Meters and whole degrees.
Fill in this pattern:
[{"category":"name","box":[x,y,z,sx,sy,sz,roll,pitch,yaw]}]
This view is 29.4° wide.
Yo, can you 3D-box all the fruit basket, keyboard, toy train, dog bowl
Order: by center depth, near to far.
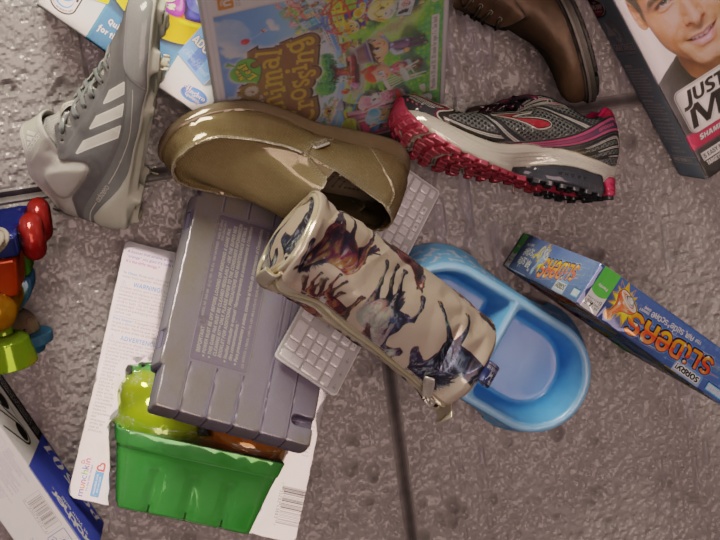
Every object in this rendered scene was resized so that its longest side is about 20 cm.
[{"category":"toy train","box":[-0.259,0.022,0.978,0.083,0.200,0.118,-10,103,-7]},{"category":"keyboard","box":[0.000,0.000,1.062,0.056,0.011,0.202,36,61,-15]},{"category":"fruit basket","box":[-0.119,0.097,1.077,0.182,0.094,0.203,12,80,-11]},{"category":"dog bowl","box":[0.101,0.059,1.112,0.198,0.050,0.112,30,92,-11]}]

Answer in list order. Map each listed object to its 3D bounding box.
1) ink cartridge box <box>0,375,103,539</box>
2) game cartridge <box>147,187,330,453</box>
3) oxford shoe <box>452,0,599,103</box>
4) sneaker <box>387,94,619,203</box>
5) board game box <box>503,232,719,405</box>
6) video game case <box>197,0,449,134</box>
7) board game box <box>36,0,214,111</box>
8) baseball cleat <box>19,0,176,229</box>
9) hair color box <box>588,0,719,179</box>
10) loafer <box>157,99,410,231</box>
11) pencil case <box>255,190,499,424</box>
[{"category":"ink cartridge box","box":[-0.269,0.139,1.043,0.044,0.094,0.202,-32,101,-2]},{"category":"game cartridge","box":[-0.084,0.026,1.043,0.128,0.038,0.203,15,67,-12]},{"category":"oxford shoe","box":[0.117,-0.209,1.073,0.084,0.073,0.202,-32,89,-1]},{"category":"sneaker","box":[0.113,-0.107,1.080,0.197,0.080,0.076,11,84,-23]},{"category":"board game box","box":[0.194,0.031,1.046,0.134,0.200,0.035,34,92,-11]},{"category":"video game case","box":[-0.023,-0.161,1.008,0.179,0.201,0.022,-13,58,-7]},{"category":"board game box","box":[-0.128,-0.242,1.039,0.150,0.047,0.202,33,92,-11]},{"category":"baseball cleat","box":[-0.195,-0.117,1.003,0.105,0.070,0.202,11,123,-5]},{"category":"hair color box","box":[0.262,-0.186,1.099,0.098,0.061,0.202,-31,100,-3]},{"category":"loafer","box":[-0.052,-0.074,1.022,0.197,0.076,0.068,5,52,-17]},{"category":"pencil case","box":[0.012,0.025,1.006,0.199,0.077,0.090,36,47,-25]}]
